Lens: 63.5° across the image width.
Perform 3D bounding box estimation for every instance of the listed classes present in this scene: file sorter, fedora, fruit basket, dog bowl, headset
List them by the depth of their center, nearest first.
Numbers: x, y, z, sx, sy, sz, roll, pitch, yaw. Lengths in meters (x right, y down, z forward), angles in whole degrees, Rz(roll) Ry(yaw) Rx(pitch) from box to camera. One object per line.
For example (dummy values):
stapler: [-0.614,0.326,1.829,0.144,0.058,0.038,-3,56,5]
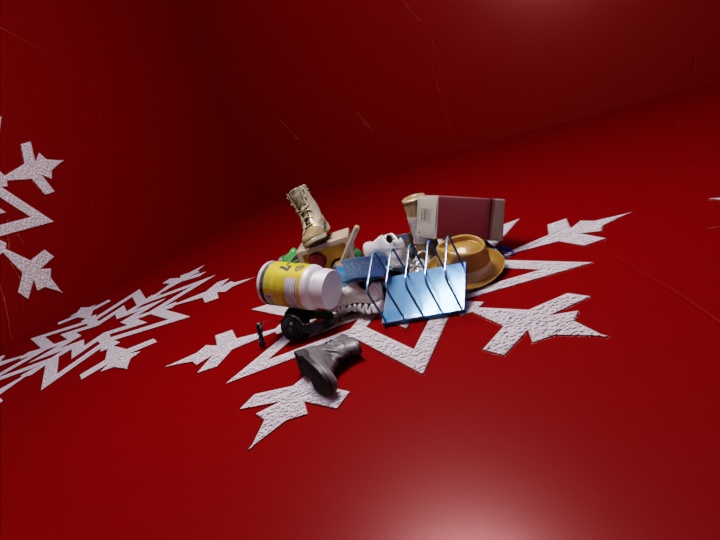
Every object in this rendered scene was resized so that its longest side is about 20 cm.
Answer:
file sorter: [0.127,0.020,1.308,0.197,0.123,0.140,-12,45,24]
fedora: [0.248,-0.031,1.415,0.198,0.083,0.202,-12,31,8]
headset: [-0.164,0.144,1.465,0.197,0.095,0.124,-4,13,0]
dog bowl: [0.000,0.000,1.466,0.110,0.050,0.200,-5,-6,-16]
fruit basket: [-0.193,-0.014,1.826,0.186,0.093,0.200,-55,-7,34]

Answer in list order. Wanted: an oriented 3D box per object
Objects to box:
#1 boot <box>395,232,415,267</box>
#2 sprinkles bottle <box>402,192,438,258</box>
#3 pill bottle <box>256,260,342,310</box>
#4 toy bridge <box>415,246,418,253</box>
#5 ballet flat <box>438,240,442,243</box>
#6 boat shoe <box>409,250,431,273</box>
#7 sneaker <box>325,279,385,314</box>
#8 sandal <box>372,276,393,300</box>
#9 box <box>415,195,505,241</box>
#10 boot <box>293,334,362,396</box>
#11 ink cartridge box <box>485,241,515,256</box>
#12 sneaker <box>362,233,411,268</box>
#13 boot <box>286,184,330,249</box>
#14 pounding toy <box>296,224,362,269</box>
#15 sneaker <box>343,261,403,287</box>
boot: [0.087,-0.055,1.690,0.198,0.099,0.074,-2,2,43]
sprinkles bottle: [0.173,-0.108,1.600,0.067,0.202,0.068,-17,17,5]
pill bottle: [-0.151,0.038,1.451,0.198,0.116,0.114,5,27,30]
toy bridge: [0.141,-0.054,1.774,0.067,0.028,0.199,-25,17,-26]
ballet flat: [0.201,-0.101,1.789,0.069,0.070,0.200,-22,17,-8]
boat shoe: [0.150,0.005,1.496,0.070,0.071,0.200,-13,20,24]
sneaker: [-0.020,0.064,1.460,0.198,0.082,0.075,-2,10,35]
sandal: [0.064,0.042,1.461,0.199,0.045,0.076,-17,36,49]
box: [0.259,-0.137,1.519,0.197,0.111,0.128,0,6,-19]
boot: [-0.052,0.180,1.193,0.130,0.071,0.200,-19,20,-18]
ink cartridge box: [0.297,-0.037,1.532,0.197,0.038,0.095,-17,16,1]
sneaker: [0.069,-0.066,1.582,0.070,0.081,0.199,-22,21,-27]
boot: [-0.150,-0.152,1.599,0.071,0.156,0.200,-25,14,13]
pounding toy: [-0.068,-0.029,1.658,0.197,0.186,0.142,-17,17,7]
sneaker: [0.025,0.024,1.576,0.197,0.079,0.090,-20,20,0]
